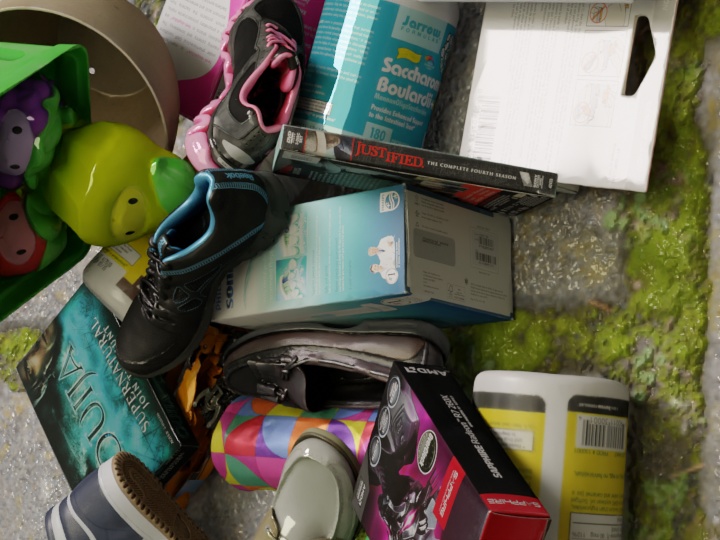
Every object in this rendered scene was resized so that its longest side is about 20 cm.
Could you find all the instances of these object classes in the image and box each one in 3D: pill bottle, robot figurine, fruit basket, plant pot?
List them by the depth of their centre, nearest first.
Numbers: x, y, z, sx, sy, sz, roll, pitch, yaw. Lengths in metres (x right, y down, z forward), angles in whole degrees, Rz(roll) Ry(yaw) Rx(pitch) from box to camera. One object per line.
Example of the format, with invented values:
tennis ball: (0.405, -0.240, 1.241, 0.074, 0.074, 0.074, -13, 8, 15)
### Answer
pill bottle: (0.130, 0.177, 1.142, 0.113, 0.114, 0.203, 0, 82, 39)
fruit basket: (-0.236, -0.065, 1.241, 0.213, 0.155, 0.218, 19, 128, 26)
pill bottle: (0.015, -0.173, 1.298, 0.110, 0.110, 0.203, 18, 95, 39)
plant pot: (-0.233, -0.158, 1.339, 0.199, 0.201, 0.135, -30, 23, 31)
pill bottle: (-0.133, -0.032, 1.356, 0.109, 0.109, 0.200, 34, 79, 37)
robot figurine: (-0.160, 0.111, 1.426, 0.145, 0.058, 0.202, 36, 106, 37)

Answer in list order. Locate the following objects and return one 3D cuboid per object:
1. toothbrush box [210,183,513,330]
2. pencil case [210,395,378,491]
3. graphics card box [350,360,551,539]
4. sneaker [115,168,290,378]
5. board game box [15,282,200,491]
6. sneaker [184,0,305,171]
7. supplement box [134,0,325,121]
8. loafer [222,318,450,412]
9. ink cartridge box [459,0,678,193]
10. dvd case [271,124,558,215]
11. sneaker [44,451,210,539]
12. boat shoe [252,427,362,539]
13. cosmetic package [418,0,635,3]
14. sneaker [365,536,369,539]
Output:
toothbrush box: (0.000, 0.000, 1.258, 0.198, 0.146, 0.087, -10, 75, 38)
pencil case: (-0.028, 0.145, 1.299, 0.198, 0.088, 0.090, 1, 83, 39)
graphics card box: (0.057, 0.165, 1.110, 0.200, 0.050, 0.127, -122, 43, -58)
sneaker: (-0.141, -0.002, 1.227, 0.201, 0.081, 0.073, -54, 55, 20)
board game box: (-0.229, 0.120, 1.424, 0.135, 0.028, 0.201, -47, 56, 23)
sneaker: (-0.072, -0.157, 1.277, 0.095, 0.078, 0.202, -38, 30, 45)
supplement box: (-0.103, -0.226, 1.409, 0.101, 0.103, 0.202, 30, 100, 39)
loafer: (-0.027, 0.081, 1.247, 0.198, 0.072, 0.064, -8, 50, 28)
ink cartridge box: (0.167, -0.160, 1.214, 0.175, 0.044, 0.203, 9, 89, 40)
dvd case: (0.035, -0.072, 1.180, 0.197, 0.146, 0.022, 9, 86, -4)
sneaker: (-0.183, 0.256, 1.354, 0.108, 0.070, 0.201, -32, 102, 16)
boat shoe: (-0.044, 0.211, 1.250, 0.074, 0.068, 0.202, 25, 133, 19)
cosmetic package: (0.132, -0.309, 1.178, 0.198, 0.123, 0.201, 9, 61, 40)
sneaker: (0.018, 0.293, 1.232, 0.073, 0.083, 0.203, -6, 79, 37)
